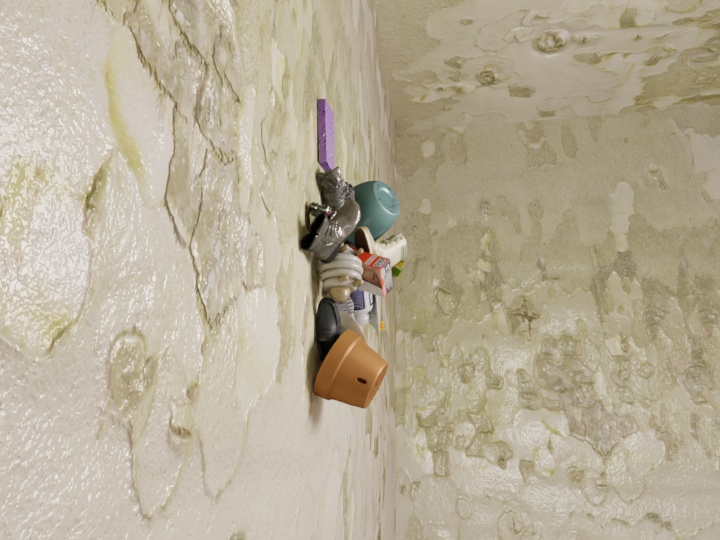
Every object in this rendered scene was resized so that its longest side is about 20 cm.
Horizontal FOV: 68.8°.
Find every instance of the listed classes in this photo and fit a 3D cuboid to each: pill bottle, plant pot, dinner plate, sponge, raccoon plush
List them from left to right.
[{"bbox_3d":[-0.105,-0.415,1.624,0.112,0.030,0.201,37,52,-78],"label":"sponge"},{"bbox_3d":[-0.078,-0.208,1.578,0.134,0.096,0.201,12,76,-72],"label":"raccoon plush"},{"bbox_3d":[-0.038,0.219,1.587,0.200,0.024,0.201,38,-42,43],"label":"dinner plate"},{"bbox_3d":[-0.016,0.282,1.433,0.200,0.140,0.200,-57,164,-25],"label":"plant pot"},{"bbox_3d":[-0.013,0.083,1.814,0.111,0.111,0.201,-71,157,-65],"label":"pill bottle"},{"bbox_3d":[0.032,-0.200,1.734,0.200,0.161,0.201,31,43,-35],"label":"plant pot"}]

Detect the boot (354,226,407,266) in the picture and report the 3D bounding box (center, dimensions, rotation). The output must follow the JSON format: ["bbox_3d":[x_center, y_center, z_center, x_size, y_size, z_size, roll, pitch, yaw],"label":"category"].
[{"bbox_3d":[0.069,-0.084,1.682,0.155,0.072,0.200,-37,125,-24],"label":"boot"}]

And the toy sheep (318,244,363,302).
[{"bbox_3d":[-0.053,-0.006,1.478,0.138,0.137,0.201,67,25,-65],"label":"toy sheep"}]

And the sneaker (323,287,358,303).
[{"bbox_3d":[-0.077,0.004,1.572,0.109,0.070,0.201,-46,120,-45],"label":"sneaker"}]

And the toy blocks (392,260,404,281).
[{"bbox_3d":[0.065,-0.032,1.837,0.100,0.136,0.200,-59,-172,10],"label":"toy blocks"}]

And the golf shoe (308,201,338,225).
[{"bbox_3d":[-0.101,-0.135,1.491,0.200,0.077,0.088,12,93,-71],"label":"golf shoe"}]

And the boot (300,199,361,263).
[{"bbox_3d":[-0.073,-0.119,1.385,0.200,0.068,0.131,-60,154,-9],"label":"boot"}]

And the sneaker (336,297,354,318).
[{"bbox_3d":[-0.062,0.135,1.703,0.082,0.075,0.200,47,-22,49],"label":"sneaker"}]

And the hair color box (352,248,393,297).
[{"bbox_3d":[0.000,0.000,1.638,0.064,0.199,0.111,-44,138,-39],"label":"hair color box"}]

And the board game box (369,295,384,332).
[{"bbox_3d":[0.043,0.098,1.897,0.200,0.026,0.201,-138,-137,-71],"label":"board game box"}]

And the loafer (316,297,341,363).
[{"bbox_3d":[-0.088,0.175,1.465,0.070,0.068,0.201,-88,176,-73],"label":"loafer"}]

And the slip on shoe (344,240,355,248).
[{"bbox_3d":[-0.046,-0.087,1.805,0.076,0.060,0.201,-81,166,-48],"label":"slip on shoe"}]
